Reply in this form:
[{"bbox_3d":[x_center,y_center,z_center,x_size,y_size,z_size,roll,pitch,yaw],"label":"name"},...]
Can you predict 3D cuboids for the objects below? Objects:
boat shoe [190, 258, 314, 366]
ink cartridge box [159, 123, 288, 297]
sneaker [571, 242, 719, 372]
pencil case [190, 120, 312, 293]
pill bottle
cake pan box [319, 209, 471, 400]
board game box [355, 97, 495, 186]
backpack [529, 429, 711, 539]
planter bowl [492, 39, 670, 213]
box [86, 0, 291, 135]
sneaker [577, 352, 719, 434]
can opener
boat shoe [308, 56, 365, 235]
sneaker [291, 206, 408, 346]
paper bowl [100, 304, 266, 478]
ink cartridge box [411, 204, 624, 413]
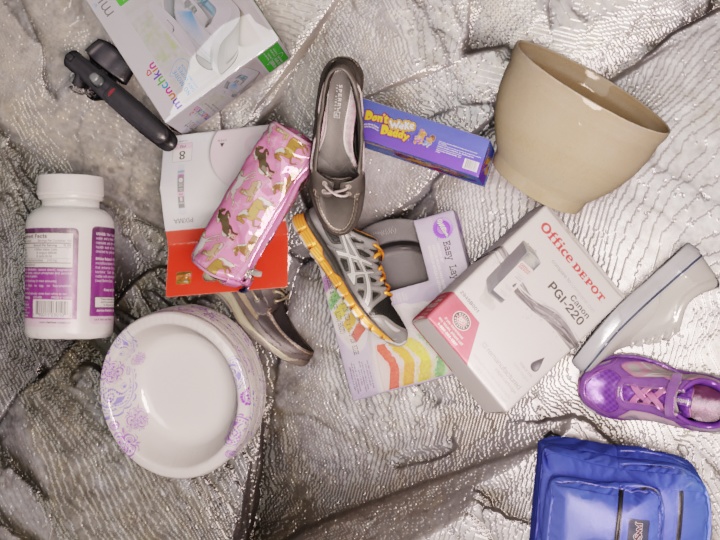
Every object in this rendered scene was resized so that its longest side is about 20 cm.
[{"bbox_3d":[-0.125,0.032,1.344,0.073,0.074,0.200,-45,84,6],"label":"boat shoe"},{"bbox_3d":[-0.166,-0.077,1.332,0.159,0.057,0.203,-5,62,9],"label":"ink cartridge box"},{"bbox_3d":[0.334,0.057,1.259,0.200,0.073,0.071,-42,80,0],"label":"sneaker"},{"bbox_3d":[-0.118,-0.076,1.269,0.086,0.083,0.202,30,89,0],"label":"pencil case"},{"bbox_3d":[-0.366,-0.017,1.367,0.110,0.112,0.204,1,89,10],"label":"pill bottle"},{"bbox_3d":[0.053,0.039,1.326,0.181,0.052,0.204,-14,87,7],"label":"cake pan box"},{"bbox_3d":[0.057,-0.156,1.284,0.197,0.134,0.046,19,93,9],"label":"board game box"},{"bbox_3d":[0.295,0.287,1.224,0.196,0.168,0.166,6,97,6],"label":"backpack"},{"bbox_3d":[0.231,-0.152,1.235,0.199,0.200,0.136,33,112,8],"label":"planter bowl"},{"bbox_3d":[-0.215,-0.304,1.351,0.175,0.097,0.202,-34,84,3],"label":"box"},{"bbox_3d":[0.351,0.145,1.254,0.196,0.088,0.082,8,92,11],"label":"sneaker"},{"bbox_3d":[-0.302,-0.218,1.365,0.079,0.063,0.200,-49,65,8],"label":"can opener"},{"bbox_3d":[-0.027,-0.134,1.204,0.066,0.057,0.204,4,106,5],"label":"boat shoe"},{"bbox_3d":[0.000,0.000,1.275,0.077,0.078,0.201,-35,85,-1],"label":"sneaker"},{"bbox_3d":[-0.210,0.143,1.332,0.197,0.104,0.205,2,97,17],"label":"paper bowl"},{"bbox_3d":[0.182,0.045,1.252,0.200,0.085,0.146,-42,91,-13],"label":"ink cartridge box"}]
